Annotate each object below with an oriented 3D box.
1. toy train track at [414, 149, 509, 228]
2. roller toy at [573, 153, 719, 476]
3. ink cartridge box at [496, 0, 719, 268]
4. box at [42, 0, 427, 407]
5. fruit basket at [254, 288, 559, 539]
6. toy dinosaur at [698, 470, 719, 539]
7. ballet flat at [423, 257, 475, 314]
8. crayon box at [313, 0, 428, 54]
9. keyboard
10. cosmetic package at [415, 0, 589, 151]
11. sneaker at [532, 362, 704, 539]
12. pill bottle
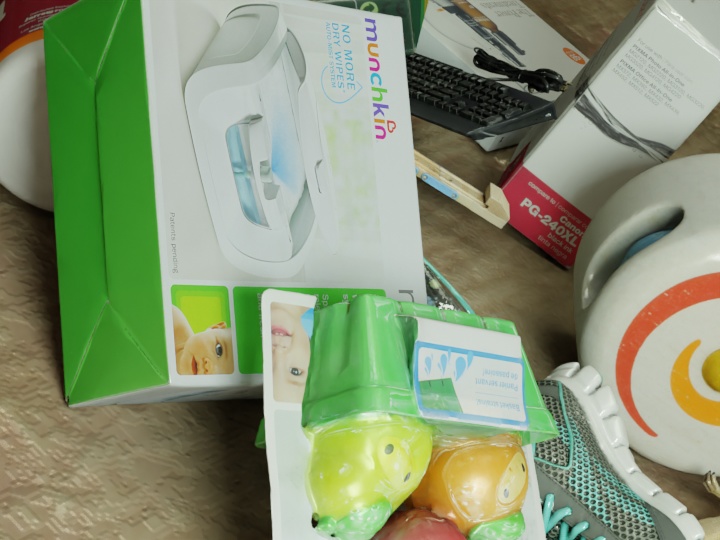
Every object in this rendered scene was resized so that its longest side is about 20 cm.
[{"bbox_3d":[0.025,-0.096,1.071,0.200,0.033,0.115,32,27,-13],"label":"toy train track"},{"bbox_3d":[0.228,0.033,0.989,0.182,0.201,0.140,-2,30,7],"label":"roller toy"},{"bbox_3d":[0.196,-0.119,1.157,0.083,0.200,0.145,38,29,-2],"label":"ink cartridge box"},{"bbox_3d":[-0.062,-0.035,0.803,0.176,0.097,0.201,3,79,-41],"label":"box"},{"bbox_3d":[0.032,0.114,0.724,0.185,0.094,0.201,13,60,-42],"label":"fruit basket"},{"bbox_3d":[0.272,0.165,0.934,0.199,0.058,0.101,16,59,7],"label":"toy dinosaur"},{"bbox_3d":[0.000,0.000,0.937,0.200,0.074,0.074,51,32,8],"label":"ballet flat"},{"bbox_3d":[-0.012,-0.225,1.216,0.127,0.051,0.200,-3,29,9],"label":"crayon box"},{"bbox_3d":[0.072,-0.141,1.148,0.127,0.021,0.200,-18,29,-30],"label":"keyboard"},{"bbox_3d":[0.115,-0.177,1.328,0.151,0.052,0.200,45,32,17],"label":"cosmetic package"},{"bbox_3d":[0.120,0.136,0.858,0.091,0.078,0.200,-4,40,-24],"label":"sneaker"},{"bbox_3d":[-0.166,-0.131,0.924,0.113,0.113,0.200,20,31,-21],"label":"pill bottle"}]
